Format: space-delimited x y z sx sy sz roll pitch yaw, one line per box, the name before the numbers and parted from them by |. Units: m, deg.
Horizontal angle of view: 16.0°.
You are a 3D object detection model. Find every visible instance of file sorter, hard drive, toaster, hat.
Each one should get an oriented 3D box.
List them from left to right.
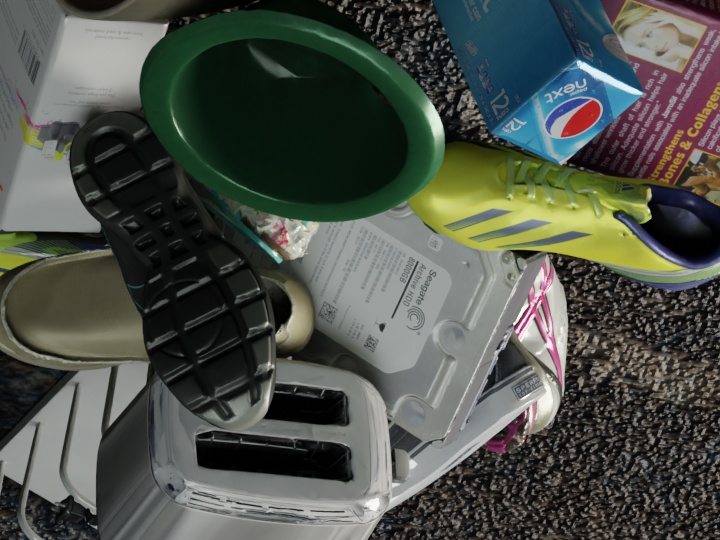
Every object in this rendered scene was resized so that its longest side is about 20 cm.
file sorter | -0.143 0.138 1.715 0.139 0.125 0.200 34 121 -22
toaster | -0.074 0.119 1.540 0.200 0.114 0.129 8 149 -19
hat | -0.023 -0.140 1.428 0.166 0.176 0.200 36 142 -24
hard drive | 0.000 0.000 1.569 0.200 0.038 0.140 32 115 18

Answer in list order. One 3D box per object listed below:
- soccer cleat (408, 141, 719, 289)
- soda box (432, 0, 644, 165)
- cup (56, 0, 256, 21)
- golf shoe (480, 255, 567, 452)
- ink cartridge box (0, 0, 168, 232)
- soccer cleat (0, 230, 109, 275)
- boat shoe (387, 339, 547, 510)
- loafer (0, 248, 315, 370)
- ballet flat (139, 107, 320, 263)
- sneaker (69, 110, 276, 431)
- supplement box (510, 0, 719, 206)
soccer cleat | 0.124 -0.039 1.468 0.200 0.065 0.084 14 160 -19
soda box | 0.083 -0.160 1.432 0.068 0.200 0.064 -41 141 27
cup | -0.074 -0.227 1.414 0.143 0.200 0.200 7 132 -35
golf shoe | 0.091 0.011 1.654 0.072 0.092 0.200 7 114 33
ink cartridge box | -0.185 -0.103 1.530 0.068 0.115 0.200 1 131 -27
soccer cleat | -0.218 -0.009 1.642 0.200 0.065 0.084 0 130 1
boat shoe | 0.029 0.103 1.632 0.200 0.072 0.068 -40 79 35
loafer | -0.123 0.018 1.526 0.199 0.076 0.068 -2 168 -9
ballet flat | -0.087 -0.069 1.550 0.064 0.200 0.076 -53 142 -4
sneaker | -0.097 0.002 1.452 0.075 0.200 0.079 -25 161 0
supplement box | 0.201 -0.121 1.523 0.200 0.103 0.131 18 129 -13
